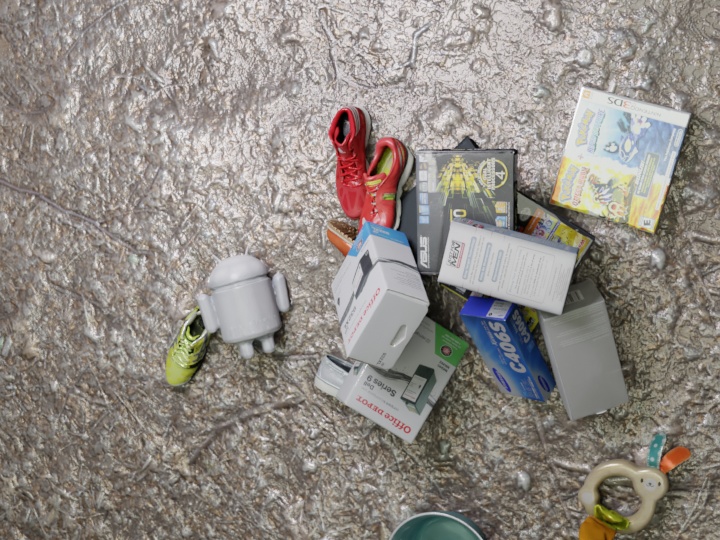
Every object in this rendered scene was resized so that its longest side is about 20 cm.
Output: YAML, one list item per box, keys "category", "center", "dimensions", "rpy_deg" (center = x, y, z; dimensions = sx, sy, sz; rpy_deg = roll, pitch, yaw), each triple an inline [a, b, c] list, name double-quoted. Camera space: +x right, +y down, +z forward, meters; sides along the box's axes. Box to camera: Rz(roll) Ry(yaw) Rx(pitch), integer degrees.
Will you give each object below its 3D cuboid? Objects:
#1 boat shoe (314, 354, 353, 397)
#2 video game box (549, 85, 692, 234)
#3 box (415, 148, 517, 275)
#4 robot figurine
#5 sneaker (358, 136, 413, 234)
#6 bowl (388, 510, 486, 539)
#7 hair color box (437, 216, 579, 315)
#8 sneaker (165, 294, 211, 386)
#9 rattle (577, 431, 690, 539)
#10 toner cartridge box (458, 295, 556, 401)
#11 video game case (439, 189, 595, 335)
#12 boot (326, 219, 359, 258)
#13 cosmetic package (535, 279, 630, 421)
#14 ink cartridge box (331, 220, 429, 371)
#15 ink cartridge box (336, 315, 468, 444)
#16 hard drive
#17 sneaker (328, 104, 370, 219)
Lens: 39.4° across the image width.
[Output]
- category: "boat shoe"
  center: [0.012, 0.207, 1.810]
  dimensions: [0.199, 0.070, 0.072]
  rpy_deg: [20, 104, 17]
- category: "video game box"
  center: [0.421, -0.181, 1.635]
  dimensions: [0.180, 0.047, 0.203]
  rpy_deg: [18, 102, 19]
- category: "box"
  center: [0.171, -0.093, 1.606]
  dimensions: [0.159, 0.049, 0.203]
  rpy_deg: [3, 102, 18]
- category: "robot figurine"
  center: [-0.212, 0.059, 1.847]
  dimensions: [0.168, 0.113, 0.203]
  rpy_deg: [-16, 92, -19]
- category: "sneaker"
  center: [0.028, -0.135, 1.732]
  dimensions: [0.076, 0.085, 0.203]
  rpy_deg: [7, 80, 31]
- category: "bowl"
  center: [0.151, 0.510, 1.781]
  dimensions: [0.198, 0.105, 0.204]
  rpy_deg: [2, 97, 19]
- category: "hair color box"
  center: [0.228, -0.009, 1.549]
  dimensions: [0.198, 0.061, 0.100]
  rpy_deg: [16, 104, 12]
- category: "sneaker"
  center: [-0.328, 0.135, 1.916]
  dimensions: [0.075, 0.076, 0.202]
  rpy_deg: [31, 107, 11]
- category: "rattle"
  center: [0.444, 0.361, 1.648]
  dimensions: [0.199, 0.142, 0.131]
  rpy_deg: [-38, 65, 25]
- category: "toner cartridge box"
  center: [0.245, 0.131, 1.661]
  dimensions: [0.094, 0.043, 0.201]
  rpy_deg: [8, 140, 44]
- category: "video game case"
  center: [0.254, -0.016, 1.645]
  dimensions: [0.179, 0.026, 0.201]
  rpy_deg: [31, 107, 3]
- category: "boot"
  center: [0.000, 0.000, 1.791]
  dimensions: [0.200, 0.075, 0.108]
  rpy_deg: [43, 113, 9]
- category: "cosmetic package"
  center: [0.358, 0.130, 1.628]
  dimensions: [0.105, 0.090, 0.202]
  rpy_deg: [-17, 116, 3]
- category: "ink cartridge box"
  center: [0.028, 0.039, 1.641]
  dimensions: [0.083, 0.201, 0.146]
  rpy_deg: [18, 119, -22]
- category: "ink cartridge box"
  center: [0.071, 0.173, 1.724]
  dimensions: [0.145, 0.084, 0.201]
  rpy_deg: [31, 85, -12]
- category: "hard drive"
  center: [0.146, -0.113, 1.712]
  dimensions: [0.200, 0.033, 0.140]
  rpy_deg: [-43, 52, 19]
- category: "sneaker"
  center: [-0.027, -0.187, 1.751]
  dimensions: [0.077, 0.115, 0.203]
  rpy_deg: [-3, 96, 19]
